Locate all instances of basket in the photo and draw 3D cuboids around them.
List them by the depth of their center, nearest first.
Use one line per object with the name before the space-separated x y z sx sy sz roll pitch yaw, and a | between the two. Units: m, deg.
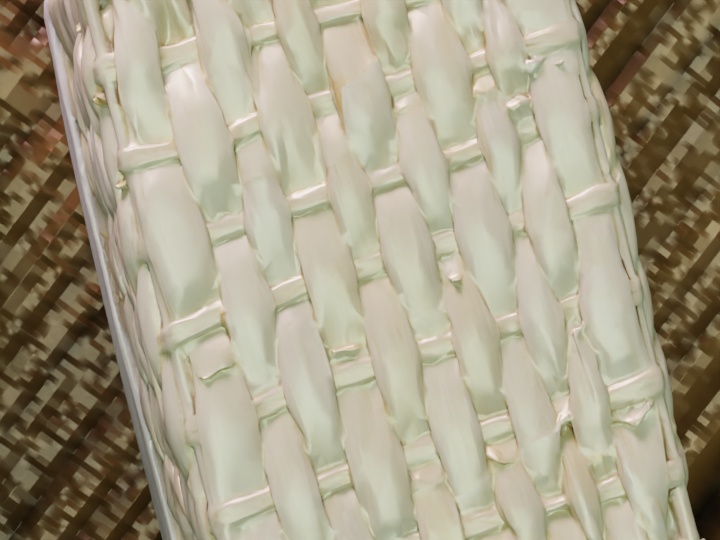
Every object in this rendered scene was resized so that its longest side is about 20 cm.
basket | 0.000 0.000 0.677 0.135 0.123 0.201 -14 89 -6
